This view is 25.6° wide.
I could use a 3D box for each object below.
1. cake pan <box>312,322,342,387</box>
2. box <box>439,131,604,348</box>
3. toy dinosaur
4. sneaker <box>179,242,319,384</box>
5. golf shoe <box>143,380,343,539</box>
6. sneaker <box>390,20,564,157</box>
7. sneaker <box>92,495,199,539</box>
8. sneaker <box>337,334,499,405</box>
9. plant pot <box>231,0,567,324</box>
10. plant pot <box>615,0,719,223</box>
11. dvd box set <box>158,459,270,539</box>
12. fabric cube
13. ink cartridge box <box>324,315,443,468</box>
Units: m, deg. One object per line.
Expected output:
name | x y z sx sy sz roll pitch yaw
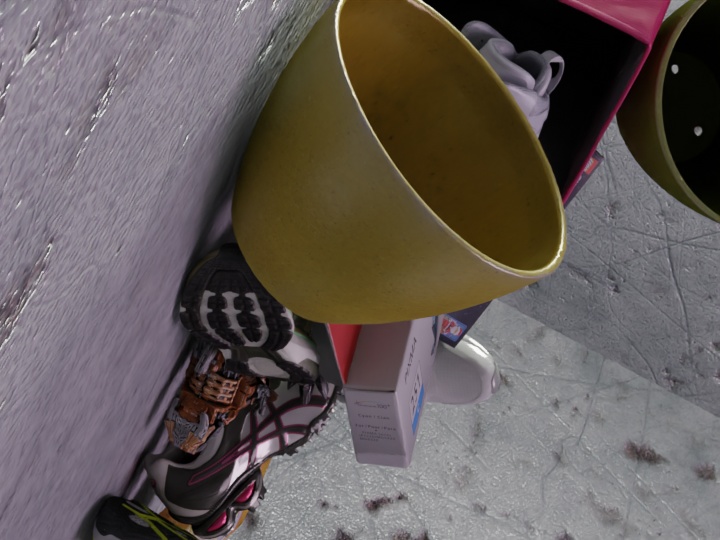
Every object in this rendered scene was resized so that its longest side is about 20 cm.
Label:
cake pan | 0.000 0.000 1.207 0.200 0.036 0.203 3 90 -75
box | 0.105 -0.052 1.326 0.201 0.038 0.137 -53 -152 14
toy dinosaur | -0.072 0.045 1.173 0.200 0.102 0.136 -43 161 1
sneaker | -0.069 0.009 1.046 0.200 0.076 0.090 75 20 -69
golf shoe | -0.086 0.114 1.253 0.077 0.088 0.201 11 -123 49
sneaker | 0.042 -0.106 1.056 0.076 0.198 0.115 67 -32 36
sneaker | -0.164 0.214 1.160 0.077 0.075 0.200 -60 174 -10
sneaker | 0.020 0.087 1.343 0.080 0.198 0.071 -47 139 -53
plant pot | 0.007 -0.047 0.944 0.142 0.200 0.200 -36 -168 29
plant pot | 0.270 -0.125 1.198 0.188 0.186 0.200 -62 -166 -1
dvd box set | -0.160 0.236 1.360 0.200 0.029 0.147 -41 165 -36
fabric cube | 0.116 -0.204 1.168 0.197 0.198 0.200 113 3 -53
ink cartridge box | 0.025 0.010 1.145 0.177 0.044 0.201 78 20 -48
